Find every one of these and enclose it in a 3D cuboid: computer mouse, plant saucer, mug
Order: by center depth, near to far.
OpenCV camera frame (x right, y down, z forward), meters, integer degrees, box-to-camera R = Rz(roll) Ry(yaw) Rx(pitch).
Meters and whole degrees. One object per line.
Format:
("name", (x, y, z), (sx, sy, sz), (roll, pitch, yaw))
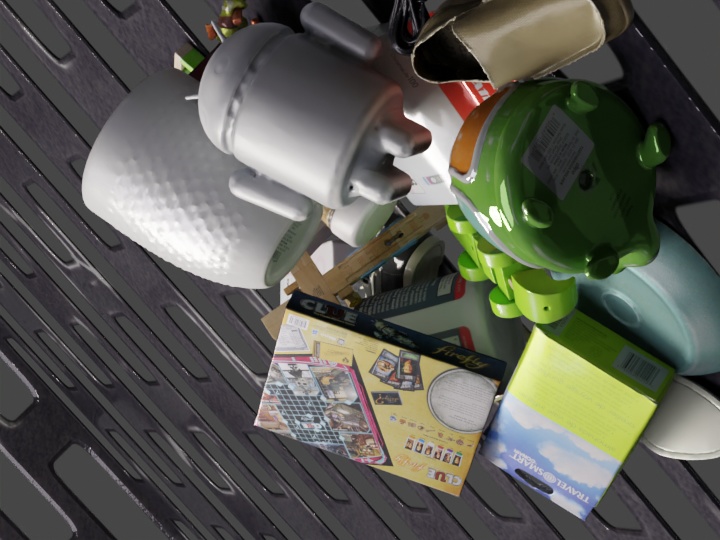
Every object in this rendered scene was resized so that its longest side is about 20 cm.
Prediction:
("computer mouse", (-0.024, -0.243, 1.314), (0.200, 0.044, 0.110), (28, 135, 39))
("plant saucer", (0.224, 0.021, 1.394), (0.200, 0.036, 0.200), (37, 157, 18))
("mug", (-0.125, -0.060, 1.489), (0.175, 0.148, 0.200), (33, 167, 14))

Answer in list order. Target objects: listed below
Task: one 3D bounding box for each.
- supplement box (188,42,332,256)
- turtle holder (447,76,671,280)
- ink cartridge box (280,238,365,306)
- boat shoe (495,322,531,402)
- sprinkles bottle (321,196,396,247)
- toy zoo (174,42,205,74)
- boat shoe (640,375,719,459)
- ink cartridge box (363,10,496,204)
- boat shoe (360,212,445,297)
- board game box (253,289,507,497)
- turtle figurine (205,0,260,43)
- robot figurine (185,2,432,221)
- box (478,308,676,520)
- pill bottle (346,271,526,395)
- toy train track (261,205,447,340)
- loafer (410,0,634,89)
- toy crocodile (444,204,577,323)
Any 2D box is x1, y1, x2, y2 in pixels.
("supplement box", (-0.097, -0.111, 1.626), (0.200, 0.109, 0.061), (41, 166, 8))
("turtle holder", (0.149, -0.070, 1.253), (0.185, 0.141, 0.132), (4, -176, -35))
("ink cartridge box", (-0.039, 0.076, 1.792), (0.057, 0.201, 0.162), (7, 170, -22))
("boat shoe", (0.150, 0.102, 1.634), (0.201, 0.066, 0.072), (44, 159, 1))
("sprinkles bottle", (-0.061, -0.103, 1.542), (0.200, 0.068, 0.068), (37, 158, 17))
("toy zoo", (-0.113, -0.135, 1.737), (0.200, 0.020, 0.131), (41, 159, 10))
("boat shoe", (0.260, 0.120, 1.506), (0.200, 0.073, 0.062), (11, -175, 44))
("ink cartridge box", (0.060, -0.129, 1.379), (0.163, 0.057, 0.200), (52, 162, -19))
("boat shoe", (0.034, 0.015, 1.675), (0.068, 0.072, 0.200), (33, 149, 15))
("board game box", (0.016, 0.111, 1.516), (0.200, 0.035, 0.136), (19, 121, 4))
("turtle figurine", (-0.088, -0.174, 1.469), (0.161, 0.064, 0.200), (53, 178, 23))
("robot figurine", (-0.045, -0.123, 1.344), (0.200, 0.170, 0.113), (29, -168, 12))
("box", (0.183, 0.124, 1.467), (0.122, 0.048, 0.200), (32, 143, 11))
("pill bottle", (0.043, 0.076, 1.580), (0.200, 0.120, 0.120), (-15, 127, 22))
("toy train track", (0.000, 0.000, 1.557), (0.115, 0.200, 0.033), (57, -175, 24))
("loafer", (0.110, -0.165, 1.195), (0.076, 0.067, 0.200), (51, 150, -18))
("toy crocodile", (0.120, -0.017, 1.441), (0.200, 0.062, 0.068), (-127, 17, -60))
